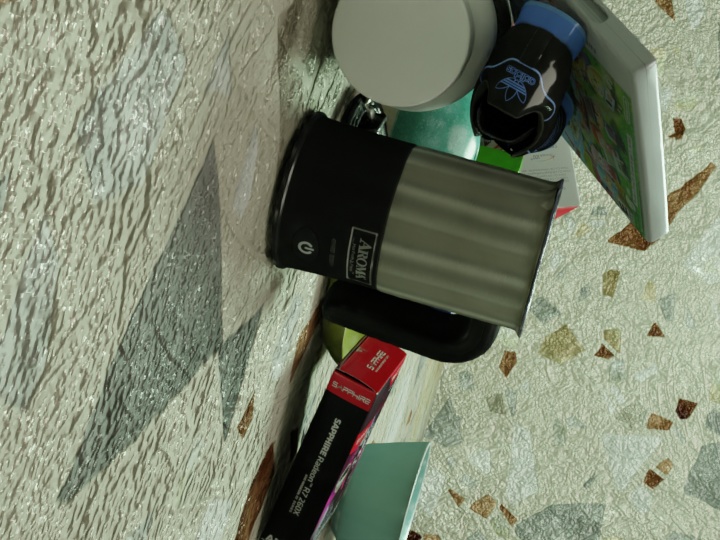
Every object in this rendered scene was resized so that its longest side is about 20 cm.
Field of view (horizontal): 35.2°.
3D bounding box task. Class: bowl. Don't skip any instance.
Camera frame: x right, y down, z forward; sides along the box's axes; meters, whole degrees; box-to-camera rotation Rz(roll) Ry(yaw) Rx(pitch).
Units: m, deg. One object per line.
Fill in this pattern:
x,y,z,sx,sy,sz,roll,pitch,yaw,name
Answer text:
0.024,0.324,1.600,0.201,0.104,0.202,17,90,-81,bowl

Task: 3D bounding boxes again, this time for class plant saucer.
0.000,0.000,1.127,0.200,0.031,0.202,16,90,-82,plant saucer

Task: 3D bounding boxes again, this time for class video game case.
0.161,-0.138,0.825,0.183,0.022,0.200,60,-1,35,video game case

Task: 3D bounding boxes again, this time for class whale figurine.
0.075,-0.152,1.046,0.201,0.103,0.160,-58,164,-32,whale figurine

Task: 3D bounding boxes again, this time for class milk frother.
0.053,-0.053,0.857,0.181,0.187,0.201,92,17,-61,milk frother

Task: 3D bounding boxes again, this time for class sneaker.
0.109,-0.113,0.804,0.078,0.070,0.200,-57,168,-9,sneaker

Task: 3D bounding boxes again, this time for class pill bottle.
0.048,-0.180,0.837,0.200,0.115,0.117,-48,152,-71,pill bottle

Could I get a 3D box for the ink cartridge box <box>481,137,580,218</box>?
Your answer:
0.182,-0.093,1.376,0.200,0.083,0.177,147,-64,-72,ink cartridge box

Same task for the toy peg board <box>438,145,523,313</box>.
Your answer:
0.108,-0.035,1.262,0.200,0.097,0.201,86,23,-64,toy peg board

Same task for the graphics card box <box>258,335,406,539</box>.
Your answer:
-0.026,0.169,1.092,0.201,0.051,0.125,-65,172,18,graphics card box
